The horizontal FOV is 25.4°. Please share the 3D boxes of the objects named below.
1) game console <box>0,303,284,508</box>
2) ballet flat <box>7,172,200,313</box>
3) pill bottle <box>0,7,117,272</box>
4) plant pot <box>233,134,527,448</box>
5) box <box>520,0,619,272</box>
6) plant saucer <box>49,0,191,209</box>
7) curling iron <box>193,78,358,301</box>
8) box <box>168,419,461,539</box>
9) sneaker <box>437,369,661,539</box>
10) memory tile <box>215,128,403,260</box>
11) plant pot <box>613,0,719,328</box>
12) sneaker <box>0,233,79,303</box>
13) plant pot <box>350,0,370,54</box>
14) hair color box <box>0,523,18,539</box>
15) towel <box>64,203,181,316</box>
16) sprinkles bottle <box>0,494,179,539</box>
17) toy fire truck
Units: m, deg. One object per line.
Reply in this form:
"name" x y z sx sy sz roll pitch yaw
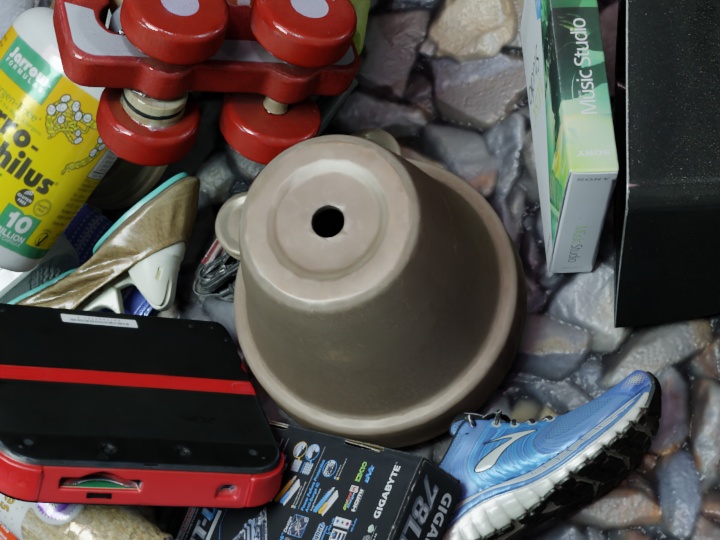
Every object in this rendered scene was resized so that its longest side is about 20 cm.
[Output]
"game console" -0.156 0.084 1.023 0.177 0.198 0.031 58 134 51
"ballet flat" -0.181 0.015 1.155 0.199 0.068 0.073 -37 78 -1
"pill bottle" -0.215 -0.109 1.105 0.113 0.113 0.201 42 98 30
"plant pot" 0.000 0.000 1.022 0.198 0.175 0.202 -4 71 11
"box" 0.137 -0.119 1.067 0.036 0.145 0.202 -4 64 -1
"plant saucer" -0.194 -0.148 1.208 0.199 0.029 0.202 -3 86 48
"curling iron" -0.059 -0.060 1.183 0.049 0.026 0.201 28 79 23
"box" -0.053 0.200 1.015 0.197 0.050 0.201 5 66 47
"sneaker" 0.100 0.116 1.016 0.199 0.079 0.090 -32 63 5
"memory tile" -0.007 0.007 1.123 0.152 0.017 0.201 -28 68 2
"plant pot" 0.249 -0.088 0.998 0.175 0.200 0.201 2 67 7
"sneaker" -0.321 0.008 1.197 0.200 0.074 0.118 -35 63 -11
"plant pot" -0.061 -0.253 1.190 0.198 0.200 0.186 -2 78 19
"hair color box" -0.246 0.162 1.103 0.200 0.102 0.061 -43 86 -1
"towel" -0.245 0.011 1.221 0.199 0.024 0.145 32 80 29
"sprinkles bottle" -0.191 0.150 1.013 0.200 0.068 0.068 39 84 10
"toy fire truck" -0.100 -0.165 1.025 0.198 0.113 0.169 -1 50 -22
